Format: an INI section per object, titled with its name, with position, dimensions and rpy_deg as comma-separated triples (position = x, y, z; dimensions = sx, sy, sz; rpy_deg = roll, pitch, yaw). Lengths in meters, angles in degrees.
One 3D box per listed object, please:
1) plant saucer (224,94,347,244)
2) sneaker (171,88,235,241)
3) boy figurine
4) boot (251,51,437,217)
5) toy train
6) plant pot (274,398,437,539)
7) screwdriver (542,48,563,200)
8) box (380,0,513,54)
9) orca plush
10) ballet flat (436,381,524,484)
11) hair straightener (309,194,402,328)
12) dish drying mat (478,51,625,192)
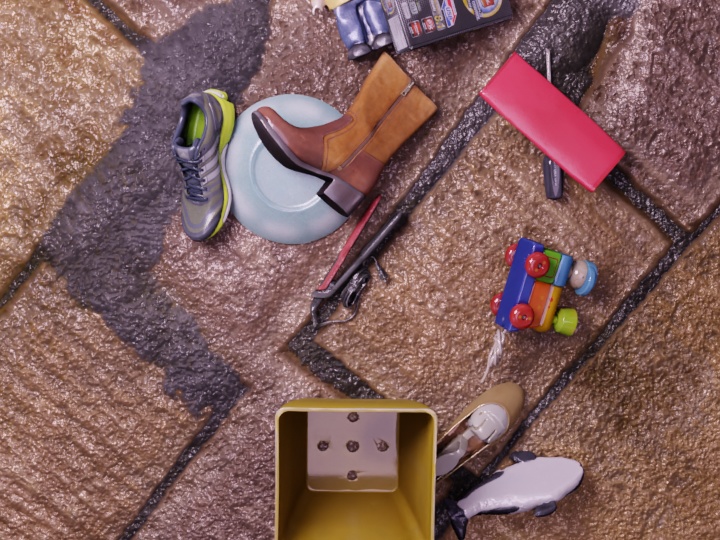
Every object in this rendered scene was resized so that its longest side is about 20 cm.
[plant saucer]
position = -0.092, -0.133, 1.380
dimensions = 0.200, 0.039, 0.202
rpy_deg = 0, 97, -2
[sneaker]
position = -0.214, -0.137, 1.347
dimensions = 0.074, 0.081, 0.201
rpy_deg = 3, 95, 23
[boy figurine]
position = -0.013, -0.379, 1.339
dimensions = 0.124, 0.064, 0.201
rpy_deg = -19, 101, 3
[boot]
position = -0.019, -0.201, 1.331
dimensions = 0.188, 0.068, 0.200
rpy_deg = 39, 80, -13
[toy train]
position = 0.239, 0.066, 1.401
dimensions = 0.115, 0.085, 0.201
rpy_deg = 14, 97, -17
[plant pot]
position = -0.008, 0.256, 1.364
dimensions = 0.199, 0.176, 0.201
rpy_deg = 1, 98, -1
[screwdriver]
position = 0.252, -0.195, 1.394
dimensions = 0.029, 0.028, 0.201
rpy_deg = -7, 91, 28
[box]
position = 0.092, -0.395, 1.323
dimensions = 0.160, 0.044, 0.201
rpy_deg = -20, 98, -20
[orca plush]
position = 0.214, 0.322, 1.431
dimensions = 0.199, 0.105, 0.071
rpy_deg = -28, 139, -21
[ballet flat]
position = 0.150, 0.232, 1.423
dimensions = 0.200, 0.063, 0.069
rpy_deg = -41, 97, 3
[hair straightener]
position = 0.000, 0.000, 1.399
dimensions = 0.077, 0.041, 0.200
rpy_deg = 33, 95, -5
[dish drying mat]
position = 0.254, -0.195, 1.374
dimensions = 0.200, 0.018, 0.077
rpy_deg = 41, 88, 1
